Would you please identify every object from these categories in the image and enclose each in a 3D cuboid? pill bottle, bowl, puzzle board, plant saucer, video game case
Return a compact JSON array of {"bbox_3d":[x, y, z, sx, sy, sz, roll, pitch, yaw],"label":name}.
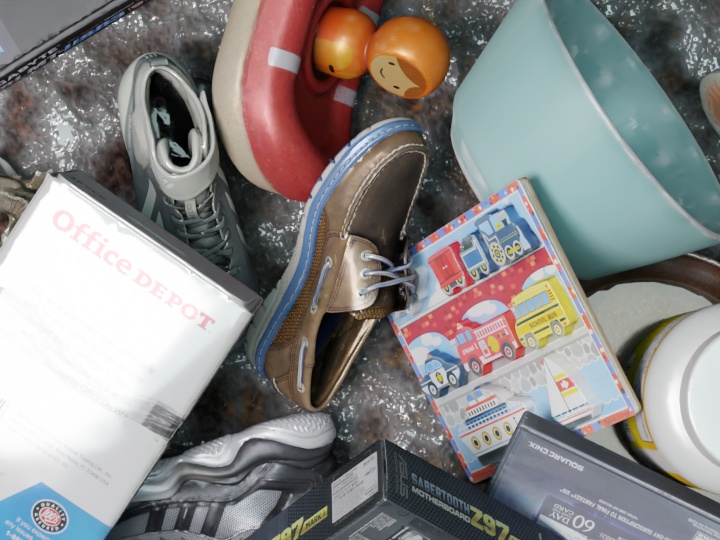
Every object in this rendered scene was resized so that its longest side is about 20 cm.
[{"bbox_3d":[0.216,0.075,1.275,0.112,0.200,0.114,0,86,0],"label":"pill bottle"},{"bbox_3d":[0.130,-0.074,1.342,0.105,0.201,0.201,-36,86,20],"label":"bowl"},{"bbox_3d":[0.080,0.043,1.328,0.017,0.200,0.151,-23,85,-30],"label":"puzzle board"},{"bbox_3d":[0.185,0.086,1.394,0.199,0.034,0.202,0,86,3],"label":"plant saucer"},{"bbox_3d":[0.129,0.189,1.337,0.142,0.019,0.201,25,127,4],"label":"video game case"}]

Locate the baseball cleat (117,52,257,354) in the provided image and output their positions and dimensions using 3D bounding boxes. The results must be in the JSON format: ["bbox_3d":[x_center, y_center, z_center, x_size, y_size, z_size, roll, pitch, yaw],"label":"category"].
[{"bbox_3d":[-0.109,-0.035,1.357,0.069,0.106,0.201,-20,101,-7],"label":"baseball cleat"}]

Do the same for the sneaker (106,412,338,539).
[{"bbox_3d":[-0.097,0.169,1.381,0.199,0.075,0.114,-19,87,2],"label":"sneaker"}]

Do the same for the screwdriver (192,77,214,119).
[{"bbox_3d":[-0.124,-0.027,1.419,0.029,0.028,0.201,11,89,32],"label":"screwdriver"}]

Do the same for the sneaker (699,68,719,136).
[{"bbox_3d":[0.291,-0.113,1.324,0.080,0.200,0.072,-30,109,-19],"label":"sneaker"}]

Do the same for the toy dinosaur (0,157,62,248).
[{"bbox_3d":[-0.183,0.010,1.389,0.077,0.102,0.201,-26,94,5],"label":"toy dinosaur"}]

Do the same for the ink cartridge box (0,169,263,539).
[{"bbox_3d":[-0.172,0.061,1.300,0.145,0.084,0.201,34,96,0],"label":"ink cartridge box"}]

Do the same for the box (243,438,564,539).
[{"bbox_3d":[0.005,0.197,1.306,0.157,0.051,0.200,31,127,-29],"label":"box"}]

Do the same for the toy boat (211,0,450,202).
[{"bbox_3d":[-0.006,-0.138,1.357,0.130,0.130,0.201,15,89,23],"label":"toy boat"}]

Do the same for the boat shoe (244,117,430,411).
[{"bbox_3d":[0.000,0.000,1.354,0.072,0.072,0.201,47,125,33],"label":"boat shoe"}]

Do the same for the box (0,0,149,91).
[{"bbox_3d":[-0.220,-0.244,1.423,0.198,0.050,0.201,-30,87,2],"label":"box"}]
